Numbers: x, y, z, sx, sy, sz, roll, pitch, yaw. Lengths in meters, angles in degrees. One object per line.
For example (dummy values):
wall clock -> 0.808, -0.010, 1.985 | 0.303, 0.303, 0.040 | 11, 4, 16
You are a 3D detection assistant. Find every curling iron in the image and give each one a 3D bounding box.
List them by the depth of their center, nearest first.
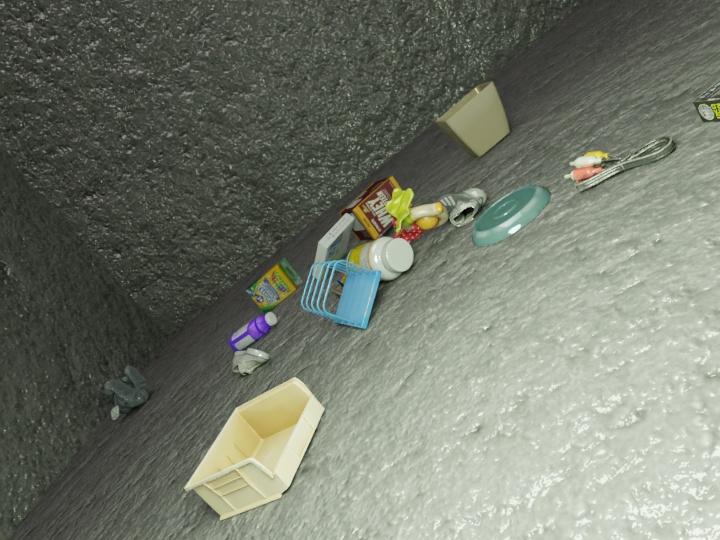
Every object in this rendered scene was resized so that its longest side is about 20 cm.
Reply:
curling iron -> 0.068, -0.114, 1.820 | 0.199, 0.026, 0.050 | -41, -24, -18

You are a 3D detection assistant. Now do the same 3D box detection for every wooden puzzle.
wooden puzzle -> 0.000, 0.000, 1.611 | 0.199, 0.047, 0.185 | -42, 14, -10

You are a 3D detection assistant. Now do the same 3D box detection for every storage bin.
storage bin -> -0.185, 0.323, 0.983 | 0.197, 0.094, 0.201 | -32, 15, 30

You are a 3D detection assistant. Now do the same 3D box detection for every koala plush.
koala plush -> -1.076, 0.589, 2.461 | 0.201, 0.183, 0.177 | -55, -6, 31

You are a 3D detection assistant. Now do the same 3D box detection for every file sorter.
file sorter -> -0.055, 0.052, 1.323 | 0.199, 0.120, 0.142 | -4, 68, 68

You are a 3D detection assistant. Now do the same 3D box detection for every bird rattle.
bird rattle -> 0.149, -0.124, 1.381 | 0.159, 0.200, 0.115 | -9, 66, 15

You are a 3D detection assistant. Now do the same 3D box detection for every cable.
cable -> 0.467, -0.201, 0.989 | 0.097, 0.051, 0.199 | -46, 14, -23

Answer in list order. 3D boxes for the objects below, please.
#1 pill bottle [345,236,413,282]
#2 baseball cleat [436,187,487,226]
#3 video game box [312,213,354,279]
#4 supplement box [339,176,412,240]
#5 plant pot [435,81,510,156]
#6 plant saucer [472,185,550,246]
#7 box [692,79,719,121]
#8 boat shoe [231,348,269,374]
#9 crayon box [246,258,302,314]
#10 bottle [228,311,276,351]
pill bottle -> 0.051, -0.026, 1.416 | 0.113, 0.113, 0.199 | -46, 14, -27
baseball cleat -> 0.246, -0.160, 1.416 | 0.107, 0.070, 0.199 | -53, 14, -25
video game box -> -0.101, -0.084, 1.959 | 0.183, 0.046, 0.202 | -52, -12, -37
supplement box -> 0.054, -0.230, 2.006 | 0.197, 0.134, 0.199 | -42, 14, -12
plant pot -> 0.404, -0.513, 1.867 | 0.199, 0.178, 0.200 | -38, 13, 6
plant saucer -> 0.326, -0.128, 1.189 | 0.199, 0.028, 0.201 | -38, 14, 11
box -> 0.665, -0.317, 0.843 | 0.199, 0.044, 0.160 | -39, 14, 4
boat shoe -> -0.337, 0.280, 1.612 | 0.198, 0.070, 0.071 | -16, 53, 51
crayon box -> -0.348, 0.064, 2.167 | 0.199, 0.126, 0.052 | -38, 14, 6
bottle -> -0.382, 0.215, 1.908 | 0.198, 0.066, 0.084 | -34, 15, 24
